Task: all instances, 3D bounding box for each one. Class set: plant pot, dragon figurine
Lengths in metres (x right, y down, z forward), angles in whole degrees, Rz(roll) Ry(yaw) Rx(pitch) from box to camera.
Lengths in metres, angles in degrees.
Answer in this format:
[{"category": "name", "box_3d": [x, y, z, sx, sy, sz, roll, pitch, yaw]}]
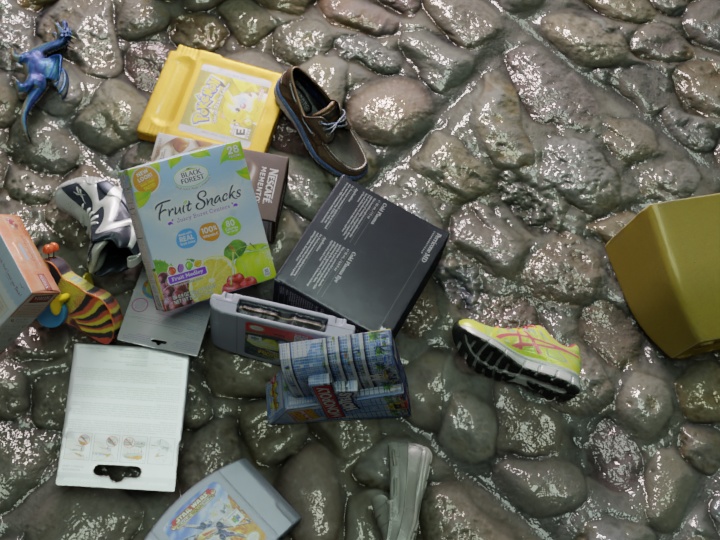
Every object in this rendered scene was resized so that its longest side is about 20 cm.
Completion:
[{"category": "plant pot", "box_3d": [0.495, 0.015, 1.678, 0.193, 0.196, 0.201, -9, 75, -10]}, {"category": "dragon figurine", "box_3d": [-0.483, -0.299, 1.782, 0.099, 0.059, 0.201, -6, 65, -8]}]

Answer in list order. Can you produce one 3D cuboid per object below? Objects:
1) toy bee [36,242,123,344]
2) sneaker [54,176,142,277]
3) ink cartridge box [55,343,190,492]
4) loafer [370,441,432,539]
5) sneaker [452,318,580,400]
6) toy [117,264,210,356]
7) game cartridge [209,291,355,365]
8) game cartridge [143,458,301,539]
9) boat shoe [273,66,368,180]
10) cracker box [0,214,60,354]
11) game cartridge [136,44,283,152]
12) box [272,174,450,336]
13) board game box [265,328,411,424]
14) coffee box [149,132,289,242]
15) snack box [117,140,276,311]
[{"category": "toy bee", "box_3d": [-0.419, 0.023, 1.600, 0.199, 0.131, 0.109, 14, 106, -14]}, {"category": "sneaker", "box_3d": [-0.375, -0.056, 1.643, 0.199, 0.080, 0.130, 25, 43, 12]}, {"category": "ink cartridge box", "box_3d": [-0.321, 0.201, 1.577, 0.162, 0.057, 0.201, 4, 70, -4]}, {"category": "loafer", "box_3d": [0.046, 0.324, 1.549, 0.069, 0.070, 0.201, 12, 57, 5]}, {"category": "sneaker", "box_3d": [0.228, 0.111, 1.667, 0.199, 0.078, 0.091, 25, 57, -1]}, {"category": "toy", "box_3d": [-0.262, 0.034, 1.659, 0.115, 0.047, 0.201, 11, 60, 3]}, {"category": "game cartridge", "box_3d": [-0.110, 0.090, 1.600, 0.199, 0.133, 0.041, 13, 65, 1]}, {"category": "game cartridge", "box_3d": [-0.193, 0.349, 1.527, 0.200, 0.042, 0.133, -41, 80, -21]}, {"category": "boat shoe", "box_3d": [-0.058, -0.225, 1.773, 0.072, 0.072, 0.200, -41, 88, -25]}, {"category": "cracker box", "box_3d": [-0.508, 0.036, 1.562, 0.200, 0.058, 0.134, -41, 70, 24]}, {"category": "game cartridge", "box_3d": [-0.226, -0.256, 1.805, 0.199, 0.032, 0.177, 16, 65, 0]}, {"category": "box", "box_3d": [0.000, 0.000, 1.670, 0.182, 0.104, 0.200, 29, 66, 8]}, {"category": "board game box", "box_3d": [-0.042, 0.154, 1.569, 0.199, 0.200, 0.062, -9, 65, 5]}, {"category": "coffee box", "box_3d": [-0.213, -0.122, 1.717, 0.199, 0.080, 0.115, 10, 66, -1]}, {"category": "snack box", "box_3d": [-0.225, -0.062, 1.600, 0.168, 0.068, 0.201, -18, 97, -23]}]
